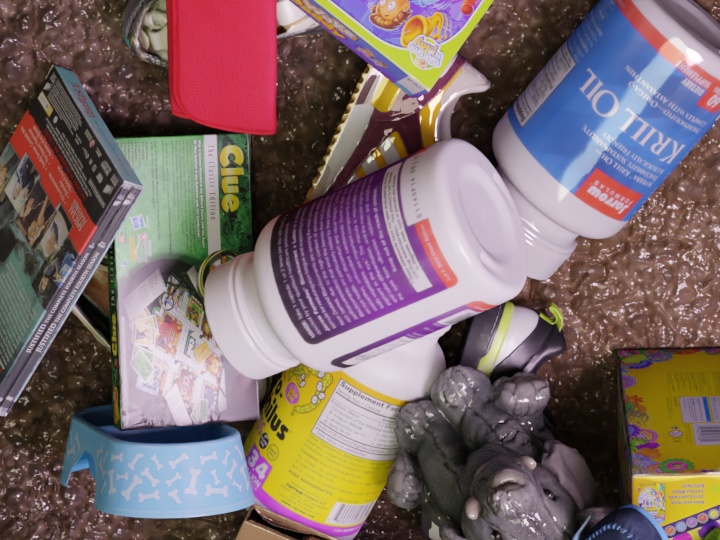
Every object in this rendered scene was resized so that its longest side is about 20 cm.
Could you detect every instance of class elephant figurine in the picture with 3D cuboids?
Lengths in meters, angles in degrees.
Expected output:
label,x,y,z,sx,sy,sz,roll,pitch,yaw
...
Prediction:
label,x,y,z,sx,sy,sz,roll,pitch,yaw
elephant figurine,0.102,0.162,1.627,0.154,0.200,0.142,8,112,-26

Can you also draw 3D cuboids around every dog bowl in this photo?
label,x,y,z,sx,sy,sz,roll,pitch,yaw
dog bowl,-0.145,0.130,1.719,0.111,0.200,0.050,-3,96,-21

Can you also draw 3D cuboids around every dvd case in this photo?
label,x,y,z,sx,sy,sz,roll,pitch,yaw
dvd case,-0.228,-0.021,1.695,0.022,0.146,0.201,17,116,-39

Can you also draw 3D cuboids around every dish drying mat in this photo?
label,x,y,z,sx,sy,sz,roll,pitch,yaw
dish drying mat,-0.091,-0.169,1.592,0.076,0.018,0.201,11,136,9

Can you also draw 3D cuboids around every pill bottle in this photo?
label,x,y,z,sx,sy,sz,roll,pitch,yaw
pill bottle,0.159,-0.092,1.638,0.112,0.112,0.200,36,111,-9
pill bottle,0.000,0.000,1.608,0.199,0.112,0.112,-23,108,26
pill bottle,-0.007,0.089,1.729,0.104,0.104,0.201,27,111,-5

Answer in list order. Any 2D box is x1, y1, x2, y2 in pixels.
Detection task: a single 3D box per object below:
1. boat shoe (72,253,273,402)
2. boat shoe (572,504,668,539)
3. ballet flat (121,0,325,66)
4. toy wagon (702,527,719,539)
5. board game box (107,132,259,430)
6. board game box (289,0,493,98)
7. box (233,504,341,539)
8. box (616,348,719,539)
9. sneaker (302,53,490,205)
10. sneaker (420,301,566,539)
label,x,y,z,sx,sy,sz,roll,pitch,yaw
boat shoe,-0.150,0.042,1.742,0.199,0.068,0.075,36,109,-10
boat shoe,0.141,0.233,1.577,0.084,0.068,0.201,46,137,29
ballet flat,-0.067,-0.178,1.649,0.199,0.072,0.073,-14,110,10
toy wagon,0.258,0.262,1.591,0.154,0.040,0.201,29,110,-8
board game box,-0.123,0.006,1.697,0.104,0.023,0.202,-2,93,-20
board game box,0.000,-0.228,1.604,0.200,0.045,0.135,37,80,-10
box,-0.037,0.263,1.763,0.162,0.021,0.201,23,133,-3
box,0.240,0.181,1.689,0.121,0.200,0.194,-1,112,3
sneaker,0.018,-0.062,1.683,0.090,0.075,0.201,24,113,1
sneaker,0.097,0.115,1.747,0.082,0.072,0.201,15,112,-2
